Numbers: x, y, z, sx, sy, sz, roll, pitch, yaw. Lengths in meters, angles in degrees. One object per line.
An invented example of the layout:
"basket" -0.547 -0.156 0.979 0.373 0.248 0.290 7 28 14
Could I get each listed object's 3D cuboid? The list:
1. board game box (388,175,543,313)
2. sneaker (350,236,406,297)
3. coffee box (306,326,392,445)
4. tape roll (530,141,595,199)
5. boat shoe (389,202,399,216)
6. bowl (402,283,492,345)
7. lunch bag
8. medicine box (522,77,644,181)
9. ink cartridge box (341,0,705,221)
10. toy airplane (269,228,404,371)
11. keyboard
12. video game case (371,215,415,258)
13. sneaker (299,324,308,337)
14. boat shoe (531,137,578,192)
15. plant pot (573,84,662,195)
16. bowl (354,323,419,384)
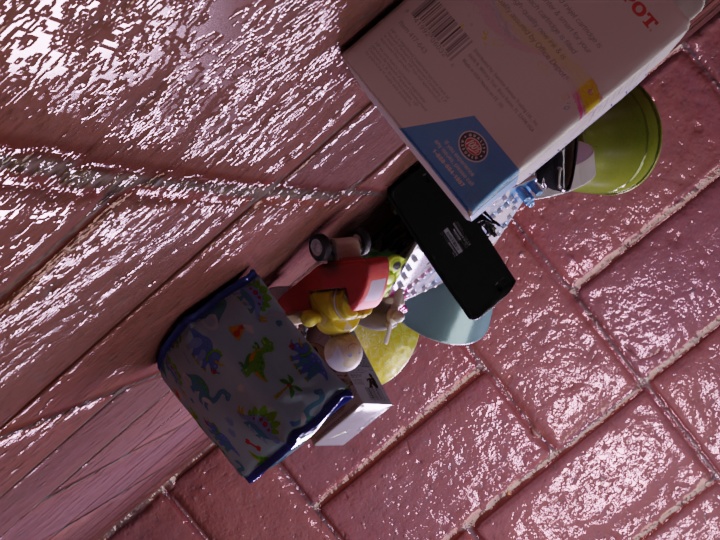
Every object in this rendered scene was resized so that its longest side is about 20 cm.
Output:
"board game box" 0.132 -0.027 1.685 0.199 0.026 0.200 -24 157 -34
"sneaker" 0.000 0.000 1.636 0.074 0.083 0.200 -57 -171 -9
"coffee box" -0.053 0.147 1.910 0.113 0.201 0.080 -42 151 25
"tape roll" 0.241 -0.147 1.855 0.201 0.037 0.203 -9 -160 3
"boat shoe" 0.129 -0.122 1.626 0.200 0.074 0.076 -41 176 19
"bowl" 0.127 0.003 1.908 0.201 0.200 0.105 -34 159 -52
"lunch bag" -0.123 0.122 1.321 0.127 0.170 0.200 -35 173 -37
"medicine box" 0.202 -0.190 1.358 0.200 0.103 0.182 -41 176 12
"ink cartridge box" 0.107 -0.145 0.820 0.200 0.129 0.125 -39 176 4
"toy airplane" -0.046 0.055 1.468 0.199 0.142 0.199 -23 166 2
"keyboard" 0.118 -0.046 1.558 0.104 0.201 0.040 -36 -166 -9
"video game case" 0.056 -0.029 1.805 0.181 0.036 0.200 -41 -164 18
"sneaker" -0.104 0.095 1.699 0.071 0.098 0.200 -43 176 27
"boat shoe" 0.267 -0.193 1.669 0.074 0.060 0.201 -39 146 -49
"plant pot" 0.346 -0.209 2.021 0.192 0.201 0.200 -15 158 -50
"bowl" -0.012 0.077 2.013 0.200 0.201 0.107 -41 142 25
